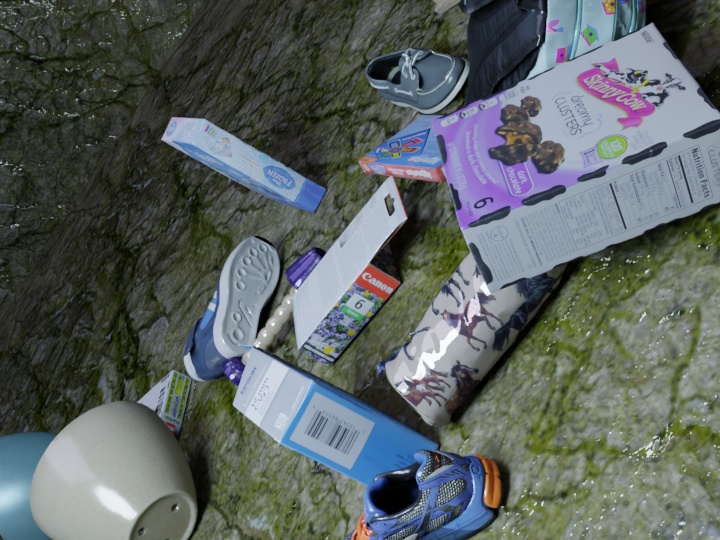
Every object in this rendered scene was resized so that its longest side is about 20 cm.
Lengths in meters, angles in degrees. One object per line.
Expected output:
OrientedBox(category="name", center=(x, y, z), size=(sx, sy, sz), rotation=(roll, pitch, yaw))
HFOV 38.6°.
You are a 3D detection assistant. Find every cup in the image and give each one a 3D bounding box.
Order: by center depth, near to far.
OrientedBox(category="cup", center=(-0.284, 0.284, 1.270), size=(0.143, 0.200, 0.201), rotation=(28, 89, 40))

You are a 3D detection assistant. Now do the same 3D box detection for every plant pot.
OrientedBox(category="plant pot", center=(-0.483, 0.334, 1.609), size=(0.134, 0.201, 0.200), rotation=(-22, 29, -1))

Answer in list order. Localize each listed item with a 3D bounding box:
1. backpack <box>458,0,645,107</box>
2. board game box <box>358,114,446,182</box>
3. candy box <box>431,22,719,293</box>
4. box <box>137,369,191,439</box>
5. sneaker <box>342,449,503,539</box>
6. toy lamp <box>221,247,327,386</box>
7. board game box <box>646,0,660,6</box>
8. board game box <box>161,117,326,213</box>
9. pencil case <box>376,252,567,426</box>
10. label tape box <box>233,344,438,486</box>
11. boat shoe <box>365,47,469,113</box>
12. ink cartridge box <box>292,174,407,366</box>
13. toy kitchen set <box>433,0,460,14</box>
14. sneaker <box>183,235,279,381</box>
OrientedBox(category="backpack", center=(0.167, -0.214, 0.928), size=(0.200, 0.126, 0.168), rotation=(137, 128, -74))
OrientedBox(category="board game box", center=(0.079, -0.137, 1.133), size=(0.103, 0.020, 0.200), rotation=(-35, 20, -14))
OrientedBox(category="candy box", center=(0.168, -0.091, 0.800), size=(0.199, 0.072, 0.168), rotation=(-23, 35, 11))
OrientedBox(category="box", center=(-0.328, 0.243, 1.550), size=(0.200, 0.035, 0.110), rotation=(-40, 32, 39))
OrientedBox(category="sneaker", center=(0.026, 0.204, 0.849), size=(0.200, 0.078, 0.076), rotation=(-47, 27, 28))
OrientedBox(category="toy lamp", center=(-0.101, 0.058, 1.281), size=(0.200, 0.058, 0.058), rotation=(-53, 25, 16))
OrientedBox(category="board game box", center=(0.214, -0.376, 0.959), size=(0.200, 0.199, 0.201), rotation=(-6, 58, 62))
OrientedBox(category="board game box", center=(-0.172, -0.154, 1.476), size=(0.044, 0.198, 0.200), rotation=(-62, 24, -3))
OrientedBox(category="pencil case", center=(0.099, 0.034, 0.891), size=(0.200, 0.078, 0.090), rotation=(-54, 40, 15))
OrientedBox(category="label tape box", center=(-0.038, 0.137, 0.965), size=(0.066, 0.143, 0.200), rotation=(-63, 24, -7))
OrientedBox(category="boat shoe", center=(0.066, -0.240, 1.270), size=(0.073, 0.062, 0.200), rotation=(-62, 24, -4))
OrientedBox(category="ink cartridge box", center=(0.000, 0.000, 1.156), size=(0.200, 0.050, 0.109), rotation=(-50, 25, 21))
OrientedBox(category="toy kitchen set", center=(0.120, -0.467, 1.288), size=(0.200, 0.163, 0.181), rotation=(-16, 49, 57))
OrientedBox(category="sneaker", center=(-0.190, 0.059, 1.424), size=(0.146, 0.080, 0.201), rotation=(-35, 34, 46))
